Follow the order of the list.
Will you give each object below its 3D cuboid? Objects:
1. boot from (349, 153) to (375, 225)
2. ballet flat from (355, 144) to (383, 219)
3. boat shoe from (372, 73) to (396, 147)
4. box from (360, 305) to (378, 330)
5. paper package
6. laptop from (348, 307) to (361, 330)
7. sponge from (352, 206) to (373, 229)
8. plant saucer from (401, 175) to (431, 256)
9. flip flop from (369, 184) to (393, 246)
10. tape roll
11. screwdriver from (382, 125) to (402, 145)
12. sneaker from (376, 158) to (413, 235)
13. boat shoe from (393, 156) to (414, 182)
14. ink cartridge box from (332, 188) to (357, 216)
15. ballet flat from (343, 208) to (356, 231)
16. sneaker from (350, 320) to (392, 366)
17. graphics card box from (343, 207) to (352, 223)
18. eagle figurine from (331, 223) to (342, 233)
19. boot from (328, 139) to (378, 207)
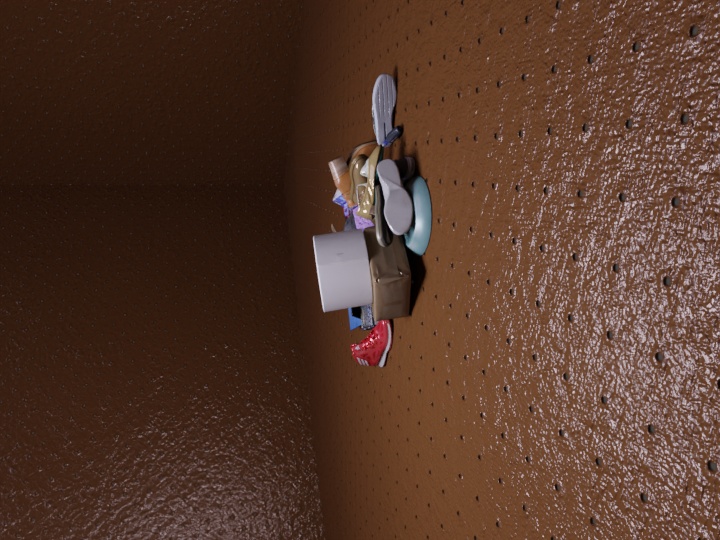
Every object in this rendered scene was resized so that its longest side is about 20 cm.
[{"bbox_3d":[0.047,-0.209,1.620,0.201,0.065,0.178,50,153,34],"label":"boot"},{"bbox_3d":[0.022,-0.243,1.545,0.069,0.061,0.207,-15,-67,-82],"label":"ballet flat"},{"bbox_3d":[0.059,-0.462,1.637,0.071,0.070,0.206,-128,36,-59],"label":"boat shoe"},{"bbox_3d":[0.033,0.090,1.867,0.161,0.048,0.207,146,121,-72],"label":"box"},{"bbox_3d":[0.070,0.005,1.525,0.202,0.100,0.195,86,175,-54],"label":"paper package"},{"bbox_3d":[-0.040,0.095,2.015,0.199,0.113,0.193,28,-129,-60],"label":"laptop"},{"bbox_3d":[0.040,-0.132,1.715,0.110,0.030,0.204,-30,52,24],"label":"sponge"},{"bbox_3d":[0.132,-0.139,1.462,0.200,0.035,0.207,178,90,-76],"label":"plant saucer"},{"bbox_3d":[0.050,-0.142,1.474,0.057,0.081,0.205,-22,48,30],"label":"flip flop"},{"bbox_3d":[-0.048,-0.001,1.523,0.203,0.135,0.210,171,90,-87],"label":"tape roll"},{"bbox_3d":[0.058,-0.354,1.631,0.028,0.029,0.199,53,139,-1],"label":"screwdriver"},{"bbox_3d":[0.091,-0.177,1.445,0.089,0.073,0.206,69,-169,-69],"label":"sneaker"},{"bbox_3d":[0.089,-0.261,1.556,0.200,0.064,0.072,169,99,-76],"label":"boat shoe"},{"bbox_3d":[-0.025,-0.282,1.848,0.205,0.075,0.136,-67,12,-6],"label":"ink cartridge box"},{"bbox_3d":[-0.024,-0.102,1.829,0.065,0.056,0.206,19,100,32],"label":"ballet flat"},{"bbox_3d":[0.031,0.226,1.756,0.079,0.112,0.205,-112,24,-53],"label":"sneaker"},{"bbox_3d":[-0.021,-0.255,2.036,0.201,0.049,0.129,112,152,-57],"label":"graphics card box"},{"bbox_3d":[-0.014,-0.126,1.933,0.198,0.151,0.153,-31,100,35],"label":"eagle figurine"},{"bbox_3d":[0.008,-0.303,1.754,0.158,0.197,0.074,63,170,-15],"label":"boot"}]
